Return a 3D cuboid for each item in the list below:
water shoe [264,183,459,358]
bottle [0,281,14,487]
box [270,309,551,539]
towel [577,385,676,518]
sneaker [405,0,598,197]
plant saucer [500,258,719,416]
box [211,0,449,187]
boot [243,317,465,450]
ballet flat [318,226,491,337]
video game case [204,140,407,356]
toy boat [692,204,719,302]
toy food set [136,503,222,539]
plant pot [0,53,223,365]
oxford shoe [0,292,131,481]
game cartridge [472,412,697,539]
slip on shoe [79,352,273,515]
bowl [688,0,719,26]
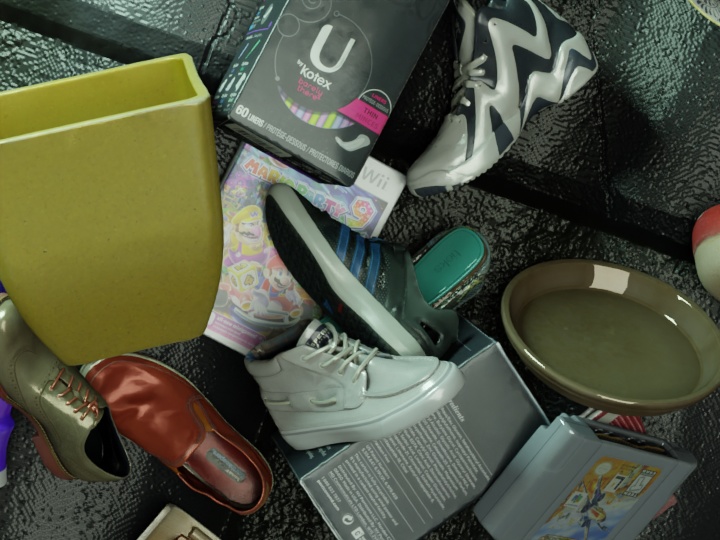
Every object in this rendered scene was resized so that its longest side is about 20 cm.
[{"bbox_3d":[0.000,0.000,1.652,0.079,0.072,0.200,-34,79,-24],"label":"water shoe"},{"bbox_3d":[-0.321,0.080,1.633,0.083,0.065,0.201,-4,101,-6],"label":"bottle"},{"bbox_3d":[0.042,0.141,1.677,0.200,0.148,0.107,-35,105,-3],"label":"box"},{"bbox_3d":[0.194,0.192,1.728,0.144,0.023,0.200,-36,140,-5],"label":"towel"},{"bbox_3d":[0.091,-0.164,1.670,0.199,0.079,0.130,-39,104,-3],"label":"sneaker"},{"bbox_3d":[0.213,0.059,1.686,0.199,0.201,0.030,6,126,-13],"label":"plant saucer"},{"bbox_3d":[-0.024,-0.183,1.618,0.122,0.106,0.201,28,86,-15],"label":"box"},{"bbox_3d":[-0.013,0.082,1.585,0.096,0.199,0.074,57,44,-16],"label":"boot"},{"bbox_3d":[0.031,0.040,1.699,0.199,0.074,0.074,-34,105,-4],"label":"ballet flat"},{"bbox_3d":[-0.067,-0.024,1.693,0.143,0.018,0.201,27,93,-14],"label":"video game case"},{"bbox_3d":[0.389,-0.039,1.747,0.199,0.131,0.132,1,69,-12],"label":"toy boat"},{"bbox_3d":[-0.139,0.313,1.715,0.200,0.060,0.144,40,90,-16],"label":"toy food set"},{"bbox_3d":[-0.202,-0.042,1.576,0.193,0.196,0.201,-13,108,-6],"label":"plant pot"},{"bbox_3d":[-0.242,0.096,1.614,0.071,0.074,0.200,-58,140,-32],"label":"oxford shoe"},{"bbox_3d":[0.188,0.189,1.671,0.199,0.042,0.133,17,113,-47],"label":"game cartridge"},{"bbox_3d":[-0.153,0.137,1.681,0.200,0.061,0.074,41,92,-14],"label":"slip on shoe"},{"bbox_3d":[0.334,-0.300,1.689,0.199,0.094,0.202,-2,99,-11],"label":"bowl"}]
